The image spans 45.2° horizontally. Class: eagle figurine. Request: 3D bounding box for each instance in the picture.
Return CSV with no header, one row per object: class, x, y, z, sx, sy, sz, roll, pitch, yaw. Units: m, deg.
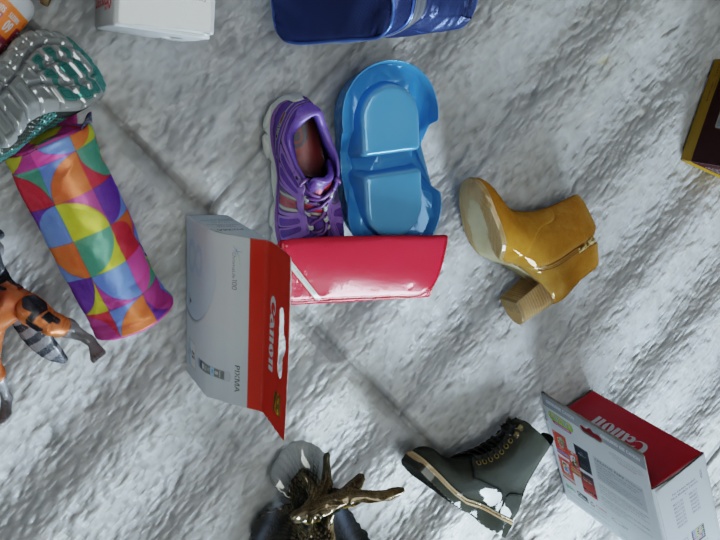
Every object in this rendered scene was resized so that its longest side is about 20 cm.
eagle figurine,-0.049,0.308,0.951,0.149,0.152,0.203,21,132,11

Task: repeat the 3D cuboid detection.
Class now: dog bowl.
dog bowl,0.025,-0.115,0.906,0.109,0.049,0.205,-10,106,-23

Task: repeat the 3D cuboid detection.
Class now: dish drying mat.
dish drying mat,0.000,0.000,0.883,0.196,0.018,0.078,-2,121,-30

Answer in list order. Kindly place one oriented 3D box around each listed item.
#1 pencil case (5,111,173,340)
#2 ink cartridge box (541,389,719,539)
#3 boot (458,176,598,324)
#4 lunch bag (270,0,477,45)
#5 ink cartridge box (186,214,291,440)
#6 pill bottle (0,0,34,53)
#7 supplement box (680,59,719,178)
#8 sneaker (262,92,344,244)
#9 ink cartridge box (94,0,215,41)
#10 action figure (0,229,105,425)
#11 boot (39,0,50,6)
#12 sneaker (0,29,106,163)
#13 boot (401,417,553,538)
pencil case,-0.241,-0.038,0.783,0.087,0.088,0.204,-25,112,-17
ink cartridge box,0.321,0.233,1.044,0.083,0.199,0.179,-27,114,-16
boot,0.200,-0.053,1.001,0.143,0.070,0.204,-37,118,-19
lunch bag,-0.005,-0.277,0.776,0.130,0.198,0.139,-18,109,-39
ink cartridge box,-0.117,0.046,0.794,0.046,0.199,0.164,-2,104,-24
pill bottle,-0.361,-0.170,0.678,0.109,0.109,0.201,42,84,-27
supplement box,0.548,-0.158,1.055,0.193,0.199,0.136,16,97,-27
sneaker,-0.051,-0.071,0.862,0.079,0.083,0.205,-19,113,-18
ink cartridge box,-0.171,-0.299,0.715,0.082,0.144,0.205,0,103,-23
action figure,-0.349,0.037,0.765,0.197,0.105,0.196,-28,108,14
boot,-0.307,-0.323,0.690,0.151,0.073,0.206,2,90,-26
sneaker,-0.290,-0.132,0.707,0.090,0.200,0.078,-30,102,32
boot,0.143,0.217,1.038,0.199,0.077,0.140,40,80,-41
